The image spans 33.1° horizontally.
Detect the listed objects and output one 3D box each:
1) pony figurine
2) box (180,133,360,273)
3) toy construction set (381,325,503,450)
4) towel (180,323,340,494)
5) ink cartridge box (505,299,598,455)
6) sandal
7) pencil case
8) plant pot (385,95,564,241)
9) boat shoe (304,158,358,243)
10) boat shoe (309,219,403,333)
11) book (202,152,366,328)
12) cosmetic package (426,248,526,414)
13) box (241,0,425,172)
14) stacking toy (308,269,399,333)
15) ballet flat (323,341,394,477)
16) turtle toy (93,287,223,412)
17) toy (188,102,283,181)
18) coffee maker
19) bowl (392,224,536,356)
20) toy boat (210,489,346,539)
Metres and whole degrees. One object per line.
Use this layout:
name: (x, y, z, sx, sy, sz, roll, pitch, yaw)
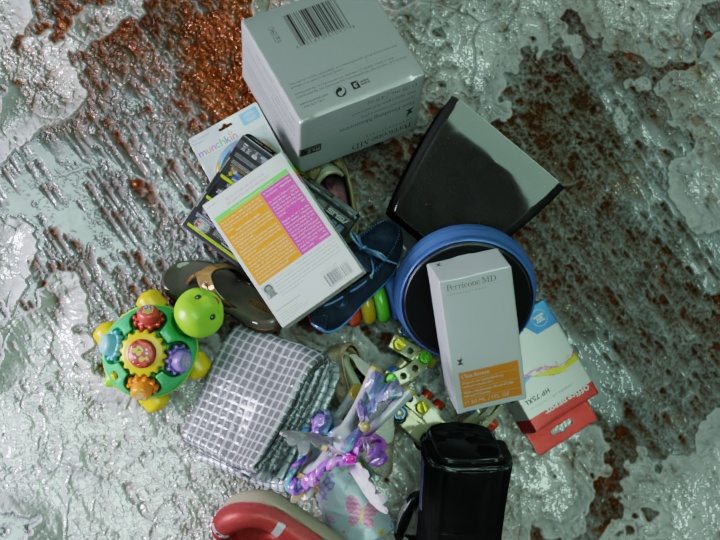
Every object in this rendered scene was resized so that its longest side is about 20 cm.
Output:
pony figurine: (-0.016, 0.221, 1.553, 0.166, 0.193, 0.200, 40, 76, -4)
box: (-0.126, -0.071, 1.702, 0.200, 0.044, 0.160, 35, 102, -1)
toy construction set: (0.101, 0.181, 1.731, 0.200, 0.092, 0.131, 38, 76, 9)
towel: (-0.140, 0.183, 1.647, 0.165, 0.086, 0.200, 17, 74, 33)
ink cartridge box: (0.263, 0.158, 1.770, 0.116, 0.067, 0.200, -30, 87, -13)
sandal: (-0.188, 0.027, 1.685, 0.200, 0.055, 0.082, 24, 55, 24)
pencil case: (-0.031, 0.295, 1.686, 0.091, 0.083, 0.200, -27, 86, -9)
plant pot: (0.146, -0.109, 1.739, 0.200, 0.200, 0.178, 38, 89, -2)
boat shoe: (-0.047, -0.137, 1.763, 0.074, 0.066, 0.200, -22, 85, -13)
boat shoe: (0.000, 0.000, 1.695, 0.084, 0.069, 0.200, 18, 58, 24)
book: (-0.102, -0.042, 1.634, 0.134, 0.048, 0.200, -35, 80, 6)
cosmetic package: (0.157, 0.082, 1.622, 0.101, 0.071, 0.200, -13, 113, -5)
box: (-0.043, -0.279, 1.727, 0.199, 0.131, 0.200, -24, 66, -15)
stacking toy: (0.021, 0.042, 1.744, 0.200, 0.085, 0.086, -13, 83, -7)
ballet flat: (0.007, 0.189, 1.687, 0.068, 0.067, 0.200, -7, 66, -56)
turtle toy: (-0.272, 0.097, 1.651, 0.200, 0.101, 0.146, -37, 89, 0)
toy: (-0.155, -0.130, 1.741, 0.115, 0.047, 0.200, -29, 90, 1)
coffee maker: (0.144, 0.329, 1.624, 0.134, 0.192, 0.200, -9, 114, -28)
bowl: (0.145, 0.034, 1.670, 0.200, 0.039, 0.201, -1, 116, -3)
toy boat: (-0.115, 0.389, 1.619, 0.200, 0.131, 0.131, 35, 53, -2)
